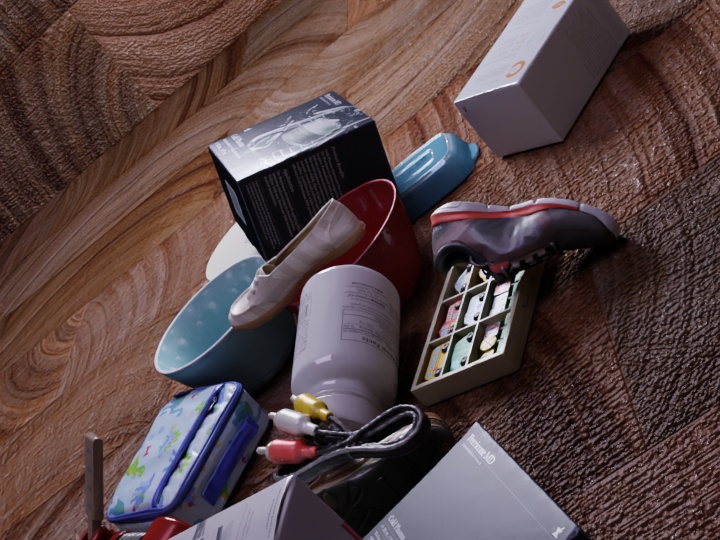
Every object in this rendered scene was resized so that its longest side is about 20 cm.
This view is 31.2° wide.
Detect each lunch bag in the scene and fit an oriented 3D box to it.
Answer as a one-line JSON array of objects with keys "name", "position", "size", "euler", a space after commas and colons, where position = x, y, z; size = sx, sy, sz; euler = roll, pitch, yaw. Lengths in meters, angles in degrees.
[{"name": "lunch bag", "position": [-0.202, 0.229, 1.531], "size": [0.160, 0.083, 0.201], "euler": [-15, 37, 46]}]

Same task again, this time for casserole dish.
[{"name": "casserole dish", "position": [0.070, -0.114, 1.718], "size": [0.199, 0.039, 0.122], "euler": [-37, 24, 16]}]

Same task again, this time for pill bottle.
[{"name": "pill bottle", "position": [-0.016, 0.103, 1.365], "size": [0.114, 0.114, 0.202], "euler": [-30, 37, 30]}]

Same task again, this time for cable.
[{"name": "cable", "position": [-0.025, 0.158, 1.198], "size": [0.199, 0.050, 0.098], "euler": [-9, 42, 51]}]

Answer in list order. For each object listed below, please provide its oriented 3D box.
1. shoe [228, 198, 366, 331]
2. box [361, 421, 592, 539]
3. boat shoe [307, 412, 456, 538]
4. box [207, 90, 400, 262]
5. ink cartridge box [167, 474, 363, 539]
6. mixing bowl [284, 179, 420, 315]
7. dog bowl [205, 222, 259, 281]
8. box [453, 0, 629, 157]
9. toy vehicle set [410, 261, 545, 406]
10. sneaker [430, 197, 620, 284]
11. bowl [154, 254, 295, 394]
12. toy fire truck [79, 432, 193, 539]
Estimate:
[{"name": "shoe", "position": [-0.083, -0.007, 1.484], "size": [0.199, 0.053, 0.070], "euler": [-39, 23, 14]}, {"name": "box", "position": [0.088, 0.243, 0.961], "size": [0.182, 0.104, 0.200], "euler": [-45, 22, 0]}, {"name": "boat shoe", "position": [0.007, 0.204, 1.229], "size": [0.198, 0.076, 0.074], "euler": [-31, 19, 10]}, {"name": "box", "position": [-0.077, -0.128, 1.701], "size": [0.194, 0.125, 0.200], "euler": [-23, 24, -10]}, {"name": "ink cartridge box", "position": [-0.092, 0.287, 1.142], "size": [0.199, 0.146, 0.085], "euler": [-30, 26, 31]}, {"name": "mixing bowl", "position": [0.000, 0.000, 1.541], "size": [0.199, 0.108, 0.201], "euler": [-37, 23, 19]}, {"name": "dog bowl", "position": [-0.127, -0.031, 1.859], "size": [0.199, 0.079, 0.201], "euler": [-36, 24, 18]}, {"name": "box", "position": [0.227, -0.253, 1.608], "size": [0.124, 0.098, 0.201], "euler": [-9, 40, 54]}, {"name": "toy vehicle set", "position": [0.128, 0.044, 1.347], "size": [0.123, 0.027, 0.201], "euler": [-27, 28, 36]}, {"name": "sneaker", "position": [0.165, -0.021, 1.310], "size": [0.197, 0.077, 0.083], "euler": [-1, 67, 24]}, {"name": "bowl", "position": [-0.160, 0.088, 1.670], "size": [0.200, 0.105, 0.202], "euler": [-37, 23, 19]}, {"name": "toy fire truck", "position": [-0.223, 0.274, 1.320], "size": [0.175, 0.200, 0.129], "euler": [-15, 35, 50]}]
